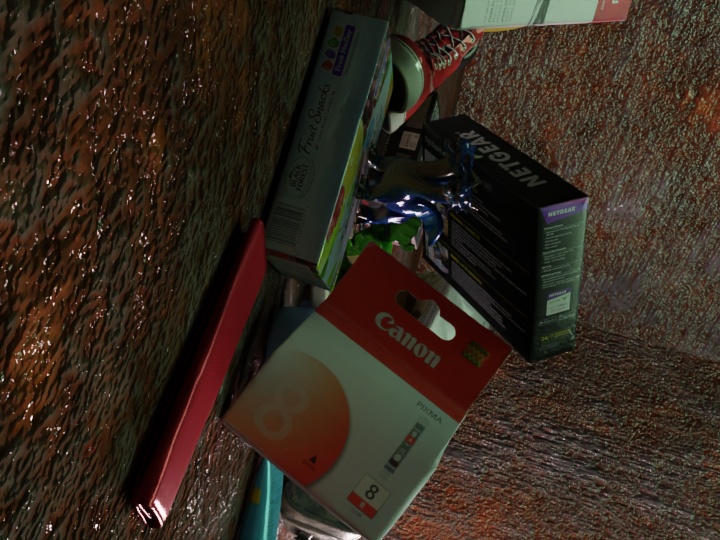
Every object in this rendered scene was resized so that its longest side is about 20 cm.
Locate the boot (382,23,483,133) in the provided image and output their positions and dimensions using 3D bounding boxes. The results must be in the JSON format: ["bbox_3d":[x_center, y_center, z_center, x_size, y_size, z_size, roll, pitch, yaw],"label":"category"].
[{"bbox_3d":[0.069,-0.221,0.870,0.144,0.072,0.200,-41,179,-2],"label":"boot"}]

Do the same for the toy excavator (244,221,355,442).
[{"bbox_3d":[-0.038,0.044,0.814,0.195,0.099,0.201,-67,162,-59],"label":"toy excavator"}]

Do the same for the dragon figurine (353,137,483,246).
[{"bbox_3d":[0.050,-0.060,0.749,0.200,0.099,0.059,93,14,-72],"label":"dragon figurine"}]

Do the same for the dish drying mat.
[{"bbox_3d":[-0.102,0.065,0.573,0.077,0.018,0.201,96,10,-62],"label":"dish drying mat"}]

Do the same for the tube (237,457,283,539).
[{"bbox_3d":[-0.110,0.283,0.953,0.077,0.050,0.201,3,98,-88],"label":"tube"}]

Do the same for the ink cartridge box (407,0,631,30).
[{"bbox_3d":[0.137,-0.290,0.805,0.145,0.199,0.084,50,-40,44],"label":"ink cartridge box"}]

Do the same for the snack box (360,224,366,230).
[{"bbox_3d":[0.024,-0.053,1.339,0.116,0.037,0.201,-65,169,-49],"label":"snack box"}]

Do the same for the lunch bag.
[{"bbox_3d":[-0.037,0.280,1.232,0.168,0.139,0.201,128,-15,-59],"label":"lunch bag"}]

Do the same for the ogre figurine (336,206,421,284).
[{"bbox_3d":[0.000,0.000,0.947,0.120,0.098,0.201,-73,179,-64],"label":"ogre figurine"}]

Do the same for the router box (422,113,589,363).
[{"bbox_3d":[0.119,-0.035,0.775,0.200,0.051,0.150,-130,-149,-52],"label":"router box"}]

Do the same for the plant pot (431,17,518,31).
[{"bbox_3d":[0.131,-0.352,0.978,0.142,0.199,0.201,-15,-125,63],"label":"plant pot"}]

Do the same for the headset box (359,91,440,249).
[{"bbox_3d":[0.056,-0.128,1.151,0.200,0.075,0.149,66,40,-69],"label":"headset box"}]

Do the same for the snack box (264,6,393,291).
[{"bbox_3d":[-0.023,-0.092,0.724,0.142,0.053,0.201,75,31,-82],"label":"snack box"}]

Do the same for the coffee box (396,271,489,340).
[{"bbox_3d":[0.038,0.072,0.990,0.199,0.080,0.113,-9,-136,48],"label":"coffee box"}]

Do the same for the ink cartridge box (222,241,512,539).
[{"bbox_3d":[0.010,0.096,0.721,0.200,0.162,0.050,-52,173,-6],"label":"ink cartridge box"}]
